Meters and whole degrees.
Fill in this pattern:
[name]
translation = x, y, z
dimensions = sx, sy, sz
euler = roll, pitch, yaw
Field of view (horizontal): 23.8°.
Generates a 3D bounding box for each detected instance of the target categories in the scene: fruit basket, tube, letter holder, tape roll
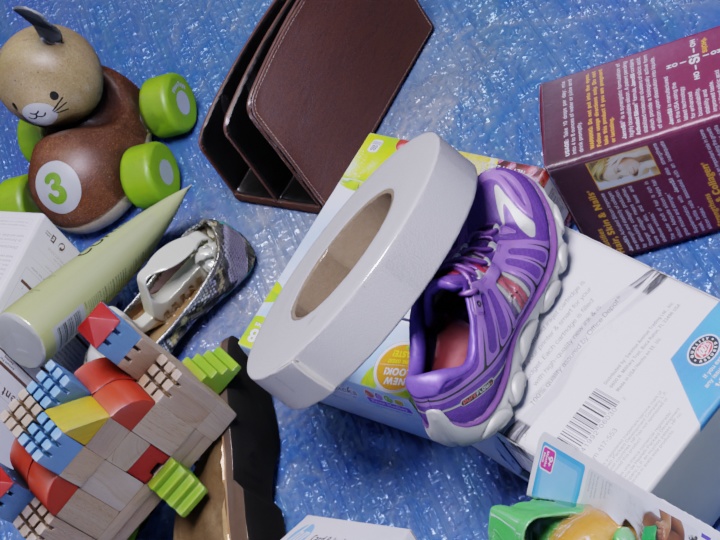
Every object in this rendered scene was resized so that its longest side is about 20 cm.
[fruit basket]
translation = 0.132, 0.204, 0.921
dimensions = 0.093, 0.187, 0.200
euler = -1, 13, -20
[tube]
translation = -0.206, 0.002, 1.347
dimensions = 0.058, 0.052, 0.200
euler = 5, 34, 36
[letter holder]
translation = -0.049, -0.171, 1.379
dimensions = 0.100, 0.142, 0.201
euler = 10, 61, 37
[tape roll]
translation = 0.000, 0.000, 1.114
dimensions = 0.203, 0.037, 0.203
euler = -49, 14, 16

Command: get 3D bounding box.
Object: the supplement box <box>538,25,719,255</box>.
[supplement box]
translation = 0.232, -0.093, 1.158
dimensions = 0.199, 0.111, 0.086
euler = -16, 47, 21

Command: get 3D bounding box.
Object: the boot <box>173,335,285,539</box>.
[boot]
translation = -0.101, 0.137, 1.214
dimensions = 0.075, 0.074, 0.201
euler = -24, 48, 23

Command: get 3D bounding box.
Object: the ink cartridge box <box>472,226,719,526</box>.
[ink cartridge box]
translation = 0.156, 0.074, 1.087
dimensions = 0.147, 0.086, 0.200
euler = -49, 43, -11

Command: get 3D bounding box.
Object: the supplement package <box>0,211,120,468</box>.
[supplement package]
translation = -0.305, 0.067, 1.360
dimensions = 0.121, 0.120, 0.201
euler = 4, 57, 34

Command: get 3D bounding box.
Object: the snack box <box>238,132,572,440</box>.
[snack box]
translation = 0.033, 0.007, 1.234
dimensions = 0.168, 0.068, 0.201
euler = 14, 65, 39

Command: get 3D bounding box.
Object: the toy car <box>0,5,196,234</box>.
[toy car]
translation = -0.263, -0.144, 1.451
dimensions = 0.163, 0.200, 0.159
euler = -11, 49, 25

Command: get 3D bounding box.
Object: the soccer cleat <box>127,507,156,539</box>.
[soccer cleat]
translation = -0.192, 0.190, 1.228
dimensions = 0.081, 0.068, 0.201
euler = -10, 53, 27

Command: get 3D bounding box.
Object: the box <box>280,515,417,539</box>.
[box]
translation = -0.062, 0.232, 1.047
dimensions = 0.200, 0.041, 0.156
euler = -38, 12, -23

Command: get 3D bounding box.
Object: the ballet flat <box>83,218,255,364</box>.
[ballet flat]
translation = -0.167, 0.035, 1.337
dimensions = 0.201, 0.072, 0.072
euler = -49, 45, -12

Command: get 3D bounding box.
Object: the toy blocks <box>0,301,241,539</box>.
[toy blocks]
translation = -0.178, 0.113, 1.135
dimensions = 0.200, 0.137, 0.100
euler = -49, 52, -2

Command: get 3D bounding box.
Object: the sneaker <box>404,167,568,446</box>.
[sneaker]
translation = 0.075, 0.010, 1.072
dimensions = 0.080, 0.084, 0.201
euler = -7, 50, 29
